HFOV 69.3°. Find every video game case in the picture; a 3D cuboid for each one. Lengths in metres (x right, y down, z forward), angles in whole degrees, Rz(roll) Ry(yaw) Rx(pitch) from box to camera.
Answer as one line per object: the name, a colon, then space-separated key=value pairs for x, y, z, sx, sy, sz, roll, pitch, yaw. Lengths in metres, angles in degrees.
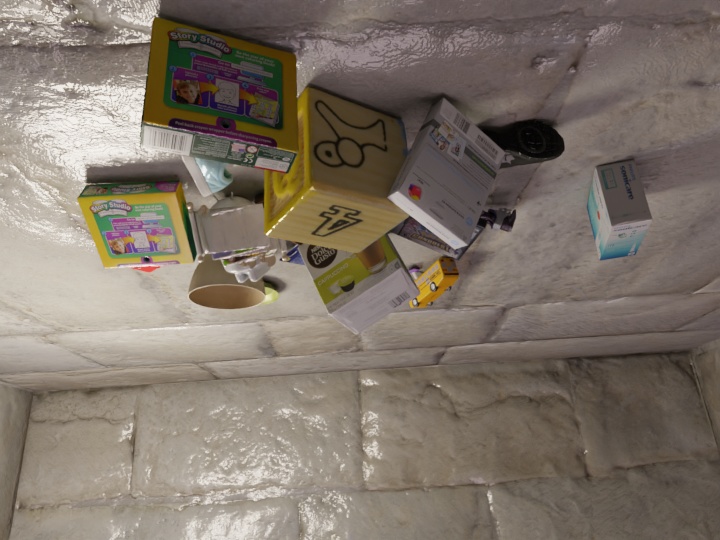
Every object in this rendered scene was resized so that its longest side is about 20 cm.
video game case: x=0.174 y=-0.105 z=1.228 sx=0.197 sy=0.026 sz=0.181 roll=23 pitch=156 yaw=0

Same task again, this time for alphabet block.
alphabet block: x=-0.045 y=-0.164 z=0.920 sx=0.197 sy=0.199 sz=0.196 roll=10 pitch=153 yaw=-30

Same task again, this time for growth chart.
growth chart: x=-0.251 y=-0.072 z=1.076 sx=0.196 sy=0.147 sz=0.018 roll=-4 pitch=-160 yaw=-10

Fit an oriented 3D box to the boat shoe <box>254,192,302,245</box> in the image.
boat shoe: x=-0.164 y=-0.113 z=1.186 sx=0.075 sy=0.075 sz=0.199 roll=-15 pitch=156 yaw=25

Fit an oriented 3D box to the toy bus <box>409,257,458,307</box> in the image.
toy bus: x=0.219 y=0.044 z=1.600 sx=0.064 sy=0.079 sz=0.200 roll=-2 pitch=152 yaw=-30

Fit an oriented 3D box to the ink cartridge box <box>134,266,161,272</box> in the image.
ink cartridge box: x=-0.510 y=-0.065 z=1.255 sx=0.198 sy=0.068 sz=0.115 roll=-22 pitch=151 yaw=38

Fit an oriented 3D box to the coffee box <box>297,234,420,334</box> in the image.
coffee box: x=0.000 y=0.000 z=1.258 sx=0.198 sy=0.200 sz=0.200 roll=-32 pitch=154 yaw=7

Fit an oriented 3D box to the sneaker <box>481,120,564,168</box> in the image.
sneaker: x=0.284 y=-0.231 z=0.995 sx=0.196 sy=0.077 sz=0.091 roll=0 pitch=169 yaw=9

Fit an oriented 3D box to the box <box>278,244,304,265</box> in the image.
box: x=-0.113 y=-0.044 z=1.424 sx=0.197 sy=0.033 sz=0.121 roll=10 pitch=154 yaw=-35

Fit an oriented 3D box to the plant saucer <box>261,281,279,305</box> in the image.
plant saucer: x=-0.359 y=0.069 z=1.667 sx=0.196 sy=0.032 sz=0.201 roll=-4 pitch=158 yaw=-2

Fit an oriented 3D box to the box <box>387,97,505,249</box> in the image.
box: x=0.150 y=-0.163 z=0.878 sx=0.155 sy=0.202 sz=0.041 roll=33 pitch=157 yaw=-19

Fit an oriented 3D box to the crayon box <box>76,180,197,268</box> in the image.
crayon box: x=-0.461 y=-0.096 z=1.097 sx=0.196 sy=0.059 sz=0.175 roll=-3 pitch=126 yaw=-2

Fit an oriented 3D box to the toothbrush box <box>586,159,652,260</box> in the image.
toothbrush box: x=0.577 y=-0.130 z=1.174 sx=0.084 sy=0.149 sz=0.200 roll=-9 pitch=159 yaw=14

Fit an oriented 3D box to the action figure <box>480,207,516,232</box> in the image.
action figure: x=0.258 y=-0.132 z=1.223 sx=0.196 sy=0.071 sz=0.130 roll=11 pitch=165 yaw=3

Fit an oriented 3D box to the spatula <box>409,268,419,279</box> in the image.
spatula: x=0.182 y=0.024 z=1.659 sx=0.056 sy=0.021 sz=0.200 roll=-18 pitch=155 yaw=21

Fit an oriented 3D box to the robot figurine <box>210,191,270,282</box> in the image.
robot figurine: x=-0.267 y=-0.075 z=1.144 sx=0.167 sy=0.113 sz=0.203 roll=-5 pitch=116 yaw=28

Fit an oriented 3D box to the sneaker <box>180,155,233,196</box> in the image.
sneaker: x=-0.281 y=-0.216 z=0.940 sx=0.081 sy=0.075 sz=0.201 roll=-25 pitch=160 yaw=-10

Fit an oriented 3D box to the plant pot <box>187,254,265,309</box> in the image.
plant pot: x=-0.349 y=0.009 z=1.375 sx=0.196 sy=0.137 sz=0.201 roll=-3 pitch=159 yaw=-1

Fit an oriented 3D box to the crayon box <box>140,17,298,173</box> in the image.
crayon box: x=-0.188 y=-0.237 z=0.715 sx=0.197 sy=0.175 sz=0.058 roll=6 pitch=154 yaw=-23
